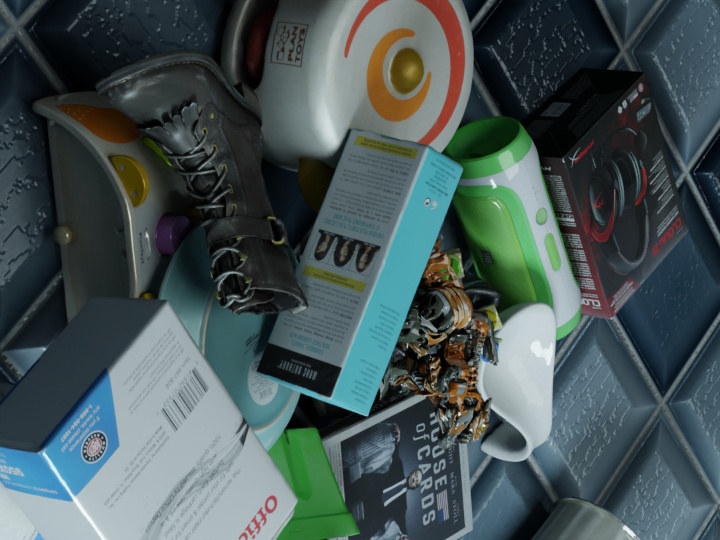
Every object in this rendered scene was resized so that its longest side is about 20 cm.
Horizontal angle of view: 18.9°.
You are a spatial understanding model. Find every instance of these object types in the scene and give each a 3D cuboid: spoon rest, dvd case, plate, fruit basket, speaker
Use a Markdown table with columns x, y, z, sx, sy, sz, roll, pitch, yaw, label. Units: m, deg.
| x | y | z | sx | sy | sz | roll | pitch | yaw | label |
| --- | --- | --- | --- | --- | --- | --- | --- | --- | --- |
| 0.139 | 0.104 | 1.914 | 0.099 | 0.061 | 0.200 | -41 | 149 | -25 | spoon rest |
| 0.026 | 0.182 | 1.823 | 0.200 | 0.025 | 0.151 | -22 | 113 | -48 | dvd case |
| -0.086 | 0.053 | 1.613 | 0.200 | 0.026 | 0.201 | -6 | 97 | -58 | plate |
| -0.116 | 0.230 | 1.687 | 0.215 | 0.155 | 0.216 | 12 | 73 | -44 | fruit basket |
| 0.135 | -0.033 | 1.911 | 0.088 | 0.088 | 0.200 | -41 | 126 | -31 | speaker |

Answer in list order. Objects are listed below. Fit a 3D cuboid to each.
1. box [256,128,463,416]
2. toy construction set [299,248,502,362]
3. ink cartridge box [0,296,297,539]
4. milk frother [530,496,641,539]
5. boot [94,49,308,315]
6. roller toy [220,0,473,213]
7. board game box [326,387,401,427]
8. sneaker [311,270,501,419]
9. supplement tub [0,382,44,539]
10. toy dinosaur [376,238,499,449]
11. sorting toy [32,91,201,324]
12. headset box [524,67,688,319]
| x | y | z | sx | sy | sz | roll | pitch | yaw | label |
| --- | --- | --- | --- | --- | --- | --- | --- | --- | --- |
| 0.000 | 0.000 | 1.604 | 0.049 | 0.082 | 0.200 | 27 | 82 | -47 | box |
| 0.013 | 0.032 | 1.769 | 0.199 | 0.092 | 0.132 | -13 | 98 | -12 | toy construction set |
| -0.150 | 0.139 | 1.478 | 0.145 | 0.084 | 0.200 | -51 | 126 | -32 | ink cartridge box |
| 0.190 | 0.354 | 2.044 | 0.188 | 0.180 | 0.200 | -47 | 171 | -27 | milk frother |
| -0.102 | -0.055 | 1.524 | 0.200 | 0.069 | 0.175 | 18 | 54 | -59 | boot |
| -0.007 | -0.161 | 1.699 | 0.200 | 0.140 | 0.183 | -44 | 126 | -29 | roller toy |
| 0.031 | 0.197 | 1.890 | 0.158 | 0.039 | 0.201 | 3 | 97 | -46 | board game box |
| 0.038 | 0.058 | 1.840 | 0.200 | 0.079 | 0.076 | -41 | 126 | -30 | sneaker |
| -0.304 | 0.138 | 1.471 | 0.200 | 0.132 | 0.132 | 6 | 95 | -47 | supplement tub |
| 0.042 | 0.044 | 1.697 | 0.135 | 0.102 | 0.200 | -17 | 80 | -26 | toy dinosaur |
| -0.141 | -0.043 | 1.624 | 0.180 | 0.107 | 0.201 | -24 | 116 | -49 | sorting toy |
| 0.221 | -0.063 | 1.995 | 0.149 | 0.075 | 0.200 | -44 | 127 | -36 | headset box |
